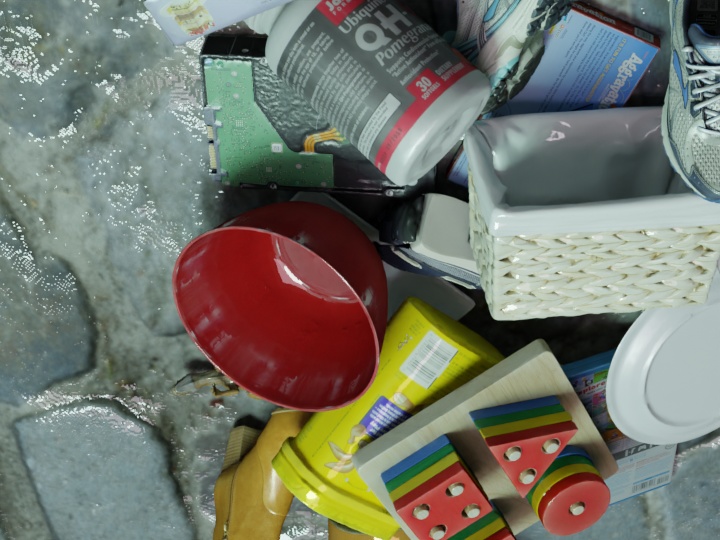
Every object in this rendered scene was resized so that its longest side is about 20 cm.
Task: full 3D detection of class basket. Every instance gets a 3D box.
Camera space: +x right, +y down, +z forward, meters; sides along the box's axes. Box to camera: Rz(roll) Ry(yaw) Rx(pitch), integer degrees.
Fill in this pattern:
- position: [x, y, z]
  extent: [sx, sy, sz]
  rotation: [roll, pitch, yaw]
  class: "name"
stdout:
- position: [0.189, -0.045, 1.313]
  extent: [0.200, 0.136, 0.123]
  rotation: [-5, 129, -5]
  class: "basket"

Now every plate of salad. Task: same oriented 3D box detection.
- position: [0.305, 0.072, 1.462]
  extent: [0.200, 0.048, 0.200]
  rotation: [-14, 129, -19]
  class: "plate of salad"

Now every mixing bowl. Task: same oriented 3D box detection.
- position: [-0.052, 0.015, 1.416]
  extent: [0.200, 0.108, 0.200]
  rotation: [17, 133, 20]
  class: "mixing bowl"

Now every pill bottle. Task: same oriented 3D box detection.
- position: [-0.004, -0.170, 1.267]
  extent: [0.200, 0.111, 0.111]
  rotation: [43, 128, 9]
  class: "pill bottle"

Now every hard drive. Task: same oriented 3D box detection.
- position: [-0.033, -0.131, 1.383]
  extent: [0.200, 0.038, 0.140]
  rotation: [2, 129, 6]
  class: "hard drive"

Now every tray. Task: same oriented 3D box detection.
- position: [0.000, 0.000, 1.495]
  extent: [0.200, 0.022, 0.107]
  rotation: [36, 126, -19]
  class: "tray"

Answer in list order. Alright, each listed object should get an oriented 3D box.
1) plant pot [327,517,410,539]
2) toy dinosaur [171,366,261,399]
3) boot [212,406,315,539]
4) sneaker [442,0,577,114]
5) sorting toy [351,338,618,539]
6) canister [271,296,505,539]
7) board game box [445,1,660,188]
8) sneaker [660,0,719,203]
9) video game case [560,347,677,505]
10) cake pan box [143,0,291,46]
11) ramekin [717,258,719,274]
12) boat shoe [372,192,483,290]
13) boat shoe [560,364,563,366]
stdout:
- position: [0.047, 0.312, 1.648]
  extent: [0.200, 0.200, 0.183]
  rotation: [-8, 111, 16]
  class: "plant pot"
- position: [-0.082, 0.108, 1.587]
  extent: [0.200, 0.060, 0.106]
  rotation: [11, 162, -5]
  class: "toy dinosaur"
- position: [-0.078, 0.214, 1.571]
  extent: [0.071, 0.144, 0.201]
  rotation: [18, 155, -32]
  class: "boot"
- position: [0.115, -0.216, 1.261]
  extent: [0.086, 0.078, 0.200]
  rotation: [43, 130, 14]
  class: "sneaker"
- position: [0.126, 0.189, 1.446]
  extent: [0.199, 0.070, 0.200]
  rotation: [-32, 132, 3]
  class: "sorting toy"
- position: [0.035, 0.135, 1.478]
  extent: [0.148, 0.087, 0.200]
  rotation: [31, 101, -43]
  class: "canister"
- position: [0.159, -0.134, 1.361]
  extent: [0.103, 0.019, 0.200]
  rotation: [23, 129, -7]
  class: "board game box"
- position: [0.263, -0.151, 1.215]
  extent: [0.077, 0.200, 0.085]
  rotation: [-6, 171, 7]
  class: "sneaker"
- position: [0.243, 0.151, 1.536]
  extent: [0.143, 0.018, 0.200]
  rotation: [-16, 132, -18]
  class: "video game case"
- position: [-0.050, -0.262, 1.185]
  extent: [0.200, 0.184, 0.052]
  rotation: [-19, 128, 22]
  class: "cake pan box"
- position: [0.391, -0.054, 1.333]
  extent: [0.200, 0.105, 0.200]
  rotation: [5, 129, 6]
  class: "ramekin"
- position: [0.105, -0.017, 1.444]
  extent: [0.200, 0.075, 0.093]
  rotation: [22, 164, -27]
  class: "boat shoe"
- position: [0.110, 0.131, 1.558]
  extent: [0.201, 0.060, 0.072]
  rotation: [-5, 128, 13]
  class: "boat shoe"
